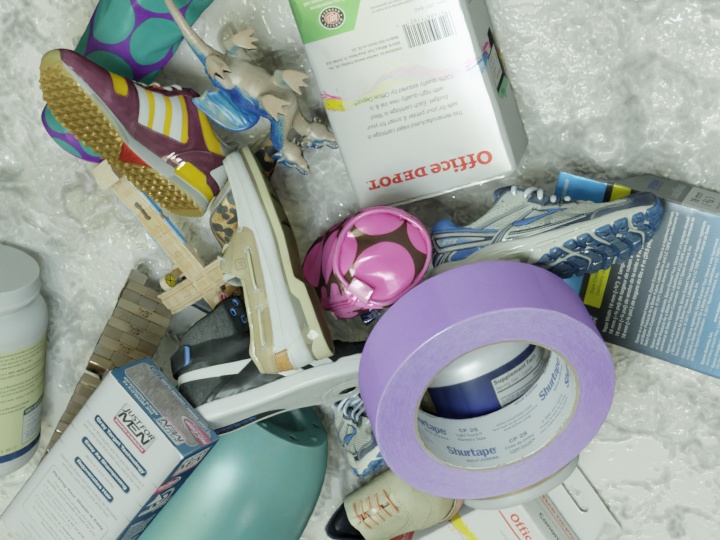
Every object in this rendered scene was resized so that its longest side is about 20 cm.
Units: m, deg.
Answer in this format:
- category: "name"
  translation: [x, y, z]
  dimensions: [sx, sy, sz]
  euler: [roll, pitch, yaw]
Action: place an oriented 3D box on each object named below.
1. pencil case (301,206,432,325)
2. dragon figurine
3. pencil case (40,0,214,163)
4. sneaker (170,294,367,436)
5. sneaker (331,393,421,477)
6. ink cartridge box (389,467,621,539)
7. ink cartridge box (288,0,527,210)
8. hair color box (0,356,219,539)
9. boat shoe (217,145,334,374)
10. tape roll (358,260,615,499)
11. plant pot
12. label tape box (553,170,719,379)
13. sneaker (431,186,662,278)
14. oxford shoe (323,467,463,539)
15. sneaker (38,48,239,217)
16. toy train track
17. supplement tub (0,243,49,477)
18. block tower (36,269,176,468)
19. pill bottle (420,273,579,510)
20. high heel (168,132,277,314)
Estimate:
- category: "pencil case"
  translation: [0.000, 0.000, 1.372]
  dimensions: [0.091, 0.200, 0.094]
  euler: [45, 79, -2]
- category: "dragon figurine"
  translation: [-0.103, -0.156, 1.358]
  dimensions: [0.200, 0.059, 0.099]
  euler: [33, 159, -5]
- category: "pencil case"
  translation: [-0.204, -0.193, 1.414]
  dimensions: [0.092, 0.085, 0.200]
  euler: [18, 122, -32]
- category: "sneaker"
  translation: [-0.070, 0.064, 1.399]
  dimensions: [0.200, 0.073, 0.112]
  euler: [-16, 69, -8]
- category: "sneaker"
  translation: [0.007, 0.136, 1.445]
  dimensions: [0.077, 0.200, 0.085]
  euler: [-28, 86, -15]
- category: "ink cartridge box"
  translation: [0.134, 0.262, 1.514]
  dimensions: [0.200, 0.068, 0.117]
  euler: [-33, 100, 24]
- category: "ink cartridge box"
  translation: [0.043, -0.168, 1.357]
  dimensions: [0.145, 0.084, 0.200]
  euler: [-14, 106, 19]
- category: "hair color box"
  translation: [-0.218, 0.180, 1.377]
  dimensions: [0.100, 0.060, 0.200]
  euler: [47, 119, 13]
- category: "boat shoe"
  translation: [-0.087, -0.009, 1.355]
  dimensions: [0.068, 0.075, 0.200]
  euler: [-22, 72, 6]
- category: "tape roll"
  translation: [0.102, 0.091, 1.291]
  dimensions: [0.200, 0.066, 0.200]
  euler: [-8, 127, -11]
- category: "plant pot"
  translation: [-0.124, 0.184, 1.490]
  dimensions: [0.200, 0.201, 0.161]
  euler: [34, 105, 0]
- category: "label tape box"
  translation: [0.258, -0.003, 1.375]
  dimensions: [0.200, 0.063, 0.145]
  euler: [19, 115, 15]
- category: "sneaker"
  translation: [0.147, -0.038, 1.318]
  dimensions: [0.200, 0.077, 0.085]
  euler: [-17, 65, 9]
- category: "oxford shoe"
  translation: [0.031, 0.218, 1.469]
  dimensions: [0.071, 0.074, 0.200]
  euler: [60, 149, 10]
- category: "sneaker"
  translation: [-0.189, -0.136, 1.371]
  dimensions: [0.075, 0.090, 0.200]
  euler: [1, 143, 47]
- category: "toy train track"
  translation: [-0.173, -0.017, 1.438]
  dimensions: [0.115, 0.033, 0.200]
  euler: [-30, 104, 35]
- category: "supplement tub"
  translation: [-0.377, 0.086, 1.539]
  dimensions: [0.145, 0.145, 0.200]
  euler: [13, 114, 10]
- category: "block tower"
  translation: [-0.233, 0.102, 1.489]
  dimensions: [0.058, 0.200, 0.054]
  euler: [25, 159, -9]
- category: "pill bottle"
  translation: [0.109, 0.101, 1.427]
  dimensions: [0.119, 0.120, 0.200]
  euler: [-17, 105, 21]
- category: "high heel"
  translation: [-0.076, -0.022, 1.462]
  dimensions: [0.142, 0.071, 0.200]
  euler: [29, 119, -4]
